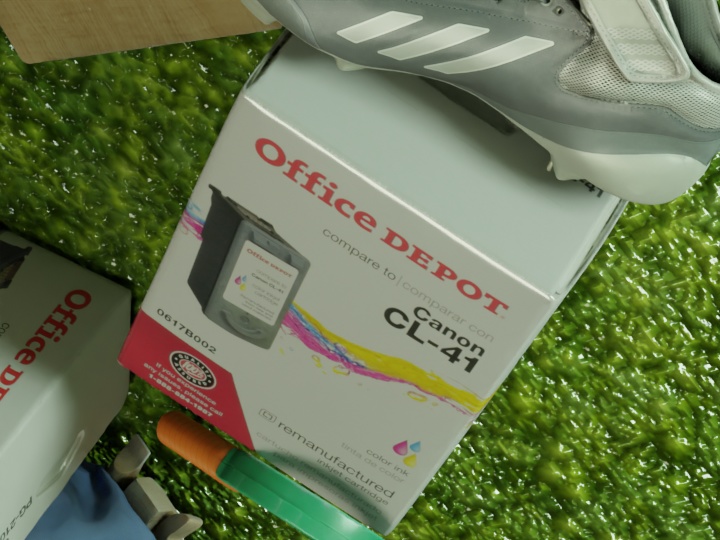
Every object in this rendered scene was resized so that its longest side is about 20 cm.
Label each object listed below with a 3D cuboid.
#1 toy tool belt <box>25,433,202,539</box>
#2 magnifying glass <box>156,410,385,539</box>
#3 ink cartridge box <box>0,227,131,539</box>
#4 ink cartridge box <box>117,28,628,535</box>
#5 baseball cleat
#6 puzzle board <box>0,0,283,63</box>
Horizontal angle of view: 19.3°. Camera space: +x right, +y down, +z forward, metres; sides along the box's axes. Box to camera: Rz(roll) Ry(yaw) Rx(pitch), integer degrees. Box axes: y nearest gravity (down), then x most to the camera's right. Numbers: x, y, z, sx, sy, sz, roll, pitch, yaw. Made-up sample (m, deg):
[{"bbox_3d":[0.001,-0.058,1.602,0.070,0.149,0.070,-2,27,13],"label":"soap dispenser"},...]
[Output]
[{"bbox_3d":[-0.141,0.143,1.074,0.200,0.125,0.123,45,116,22],"label":"toy tool belt"},{"bbox_3d":[-0.047,0.097,0.975,0.079,0.022,0.200,36,171,-27],"label":"magnifying glass"},{"bbox_3d":[-0.228,0.040,1.015,0.199,0.145,0.085,24,139,12],"label":"ink cartridge box"},{"bbox_3d":[0.000,0.000,0.863,0.147,0.086,0.200,33,143,2],"label":"ink cartridge box"},{"bbox_3d":[0.047,-0.102,0.751,0.199,0.070,0.107,26,135,-5],"label":"baseball cleat"},{"bbox_3d":[-0.125,-0.173,0.830,0.150,0.017,0.201,-2,128,38],"label":"puzzle board"}]
